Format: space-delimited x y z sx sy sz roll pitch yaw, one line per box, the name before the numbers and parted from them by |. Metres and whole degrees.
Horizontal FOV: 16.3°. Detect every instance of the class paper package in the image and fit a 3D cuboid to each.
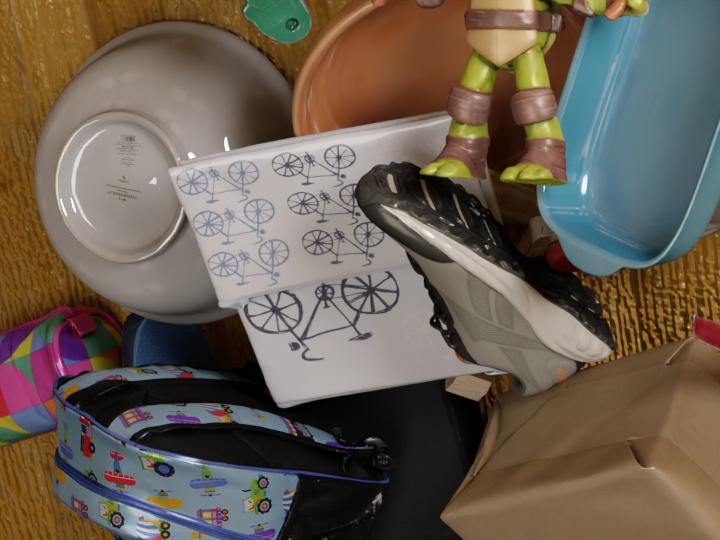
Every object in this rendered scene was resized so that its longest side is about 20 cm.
paper package | 0.184 0.156 1.511 0.200 0.104 0.190 44 141 -22

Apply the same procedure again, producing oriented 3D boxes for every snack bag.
snack bag | 0.000 0.000 1.517 0.187 0.021 0.201 -9 124 14

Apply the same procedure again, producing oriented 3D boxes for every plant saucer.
plant saucer | 0.057 -0.109 1.484 0.199 0.038 0.201 -5 138 -4

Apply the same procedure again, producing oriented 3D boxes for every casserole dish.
casserole dish | 0.163 -0.092 1.347 0.121 0.039 0.201 28 104 49

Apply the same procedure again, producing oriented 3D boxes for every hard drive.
hard drive | 0.005 0.137 1.657 0.200 0.033 0.140 -36 60 38

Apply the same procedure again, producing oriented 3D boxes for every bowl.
bowl | -0.134 -0.057 1.611 0.200 0.090 0.203 4 100 21

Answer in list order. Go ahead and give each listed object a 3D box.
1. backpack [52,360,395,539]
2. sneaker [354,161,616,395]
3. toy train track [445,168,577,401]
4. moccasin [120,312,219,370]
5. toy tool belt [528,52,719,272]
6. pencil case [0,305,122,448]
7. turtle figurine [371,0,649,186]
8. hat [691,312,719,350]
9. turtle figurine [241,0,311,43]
backpack | -0.107 0.137 1.604 0.182 0.199 0.135 28 104 46
sneaker | 0.064 0.011 1.456 0.079 0.074 0.200 -40 124 17
toy train track | 0.103 0.005 1.536 0.114 0.033 0.201 19 122 -14
moccasin | -0.135 0.111 1.737 0.068 0.080 0.201 27 133 53
toy tool belt | 0.185 -0.086 1.440 0.199 0.125 0.124 -20 68 29
pencil case | -0.256 0.083 1.795 0.199 0.088 0.089 -17 105 34
turtle figurine | 0.070 -0.130 1.373 0.199 0.064 0.163 5 93 16
hat | 0.285 0.096 1.421 0.199 0.176 0.166 26 124 17
turtle figurine | -0.051 -0.212 1.491 0.100 0.200 0.150 28 105 -32
